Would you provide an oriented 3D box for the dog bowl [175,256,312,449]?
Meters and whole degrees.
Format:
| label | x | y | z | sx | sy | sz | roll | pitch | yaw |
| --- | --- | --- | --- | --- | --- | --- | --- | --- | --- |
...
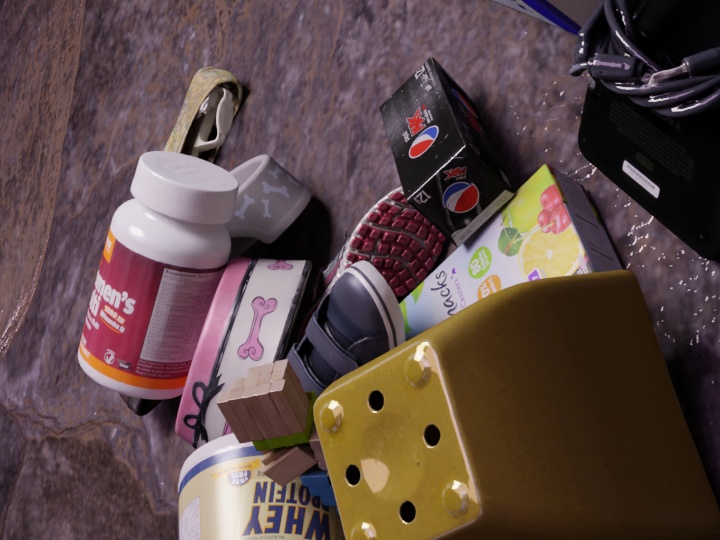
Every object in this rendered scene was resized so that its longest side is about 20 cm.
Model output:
| label | x | y | z | sx | sy | sz | roll | pitch | yaw |
| --- | --- | --- | --- | --- | --- | --- | --- | --- | --- |
| dog bowl | -0.106 | 0.077 | 1.291 | 0.200 | 0.073 | 0.202 | -163 | 90 | -89 |

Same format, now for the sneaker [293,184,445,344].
| label | x | y | z | sx | sy | sz | roll | pitch | yaw |
| --- | --- | --- | --- | --- | --- | --- | --- | --- | --- |
| sneaker | 0.000 | 0.000 | 1.283 | 0.201 | 0.080 | 0.075 | -52 | 23 | 12 |

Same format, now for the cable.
| label | x | y | z | sx | sy | sz | roll | pitch | yaw |
| --- | --- | --- | --- | --- | --- | --- | --- | --- | --- |
| cable | 0.247 | -0.188 | 1.020 | 0.162 | 0.051 | 0.200 | 13 | 51 | 39 |

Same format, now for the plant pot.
| label | x | y | z | sx | sy | sz | roll | pitch | yaw |
| --- | --- | --- | --- | --- | --- | --- | --- | --- | --- |
| plant pot | 0.084 | 0.121 | 0.956 | 0.194 | 0.199 | 0.197 | -31 | 67 | 38 |

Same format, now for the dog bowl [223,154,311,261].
| label | x | y | z | sx | sy | sz | roll | pitch | yaw |
| --- | --- | --- | --- | --- | --- | --- | --- | --- | --- |
| dog bowl | -0.143 | -0.039 | 1.421 | 0.199 | 0.059 | 0.200 | -36 | 13 | 9 |

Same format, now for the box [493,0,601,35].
| label | x | y | z | sx | sy | sz | roll | pitch | yaw |
| --- | --- | --- | --- | --- | --- | --- | --- | --- | --- |
| box | 0.106 | -0.309 | 1.241 | 0.106 | 0.183 | 0.200 | -59 | 35 | 5 |

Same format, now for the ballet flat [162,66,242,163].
| label | x | y | z | sx | sy | sz | roll | pitch | yaw |
| --- | --- | --- | --- | --- | --- | --- | --- | --- | --- |
| ballet flat | -0.183 | -0.132 | 1.612 | 0.070 | 0.070 | 0.202 | 7 | 76 | 53 |

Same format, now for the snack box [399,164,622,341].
| label | x | y | z | sx | sy | sz | roll | pitch | yaw |
| --- | --- | --- | --- | --- | --- | --- | --- | --- | --- |
| snack box | 0.113 | 0.035 | 1.138 | 0.200 | 0.053 | 0.143 | -45 | 39 | 27 |

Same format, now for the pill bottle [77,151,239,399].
| label | x | y | z | sx | sy | sz | roll | pitch | yaw |
| --- | --- | --- | --- | --- | --- | --- | --- | --- | --- |
| pill bottle | -0.177 | 0.004 | 1.284 | 0.110 | 0.109 | 0.202 | 45 | 122 | 53 |

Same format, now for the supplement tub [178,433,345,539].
| label | x | y | z | sx | sy | sz | roll | pitch | yaw |
| --- | --- | --- | --- | --- | --- | --- | --- | --- | --- |
| supplement tub | -0.076 | 0.247 | 1.174 | 0.144 | 0.144 | 0.201 | -36 | 45 | 34 |

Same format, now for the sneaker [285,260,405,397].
| label | x | y | z | sx | sy | sz | roll | pitch | yaw |
| --- | --- | --- | --- | --- | --- | --- | --- | --- | --- |
| sneaker | -0.017 | 0.076 | 1.176 | 0.079 | 0.079 | 0.201 | 49 | 152 | 27 |

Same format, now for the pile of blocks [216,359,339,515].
| label | x | y | z | sx | sy | sz | roll | pitch | yaw |
| --- | --- | --- | --- | --- | --- | --- | --- | --- | --- |
| pile of blocks | -0.026 | 0.136 | 1.142 | 0.082 | 0.200 | 0.062 | -35 | 25 | 33 |

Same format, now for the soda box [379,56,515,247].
| label | x | y | z | sx | sy | sz | roll | pitch | yaw |
| --- | --- | --- | --- | --- | --- | --- | --- | --- | --- |
| soda box | 0.069 | -0.104 | 1.221 | 0.071 | 0.063 | 0.200 | -42 | 24 | 16 |

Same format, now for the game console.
| label | x | y | z | sx | sy | sz | roll | pitch | yaw |
| --- | --- | --- | --- | --- | --- | --- | --- | --- | --- |
| game console | 0.268 | -0.130 | 1.070 | 0.200 | 0.115 | 0.177 | -128 | 39 | -52 |

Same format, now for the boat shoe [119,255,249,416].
| label | x | y | z | sx | sy | sz | roll | pitch | yaw |
| --- | --- | --- | --- | --- | --- | --- | --- | --- | --- |
| boat shoe | -0.172 | 0.069 | 1.477 | 0.200 | 0.073 | 0.065 | -45 | 65 | 14 |
